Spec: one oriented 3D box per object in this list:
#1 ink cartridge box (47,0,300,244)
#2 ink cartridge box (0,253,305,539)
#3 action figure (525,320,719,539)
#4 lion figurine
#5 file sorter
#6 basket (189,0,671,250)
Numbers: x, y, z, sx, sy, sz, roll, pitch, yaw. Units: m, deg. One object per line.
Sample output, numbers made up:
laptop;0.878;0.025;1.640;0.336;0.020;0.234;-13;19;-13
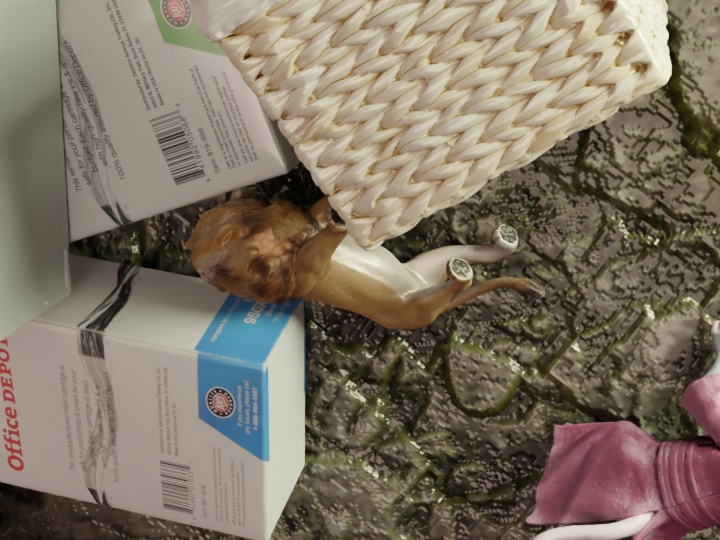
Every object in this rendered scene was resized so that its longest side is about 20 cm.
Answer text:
ink cartridge box;-0.144;-0.109;0.963;0.199;0.083;0.147;-15;104;20
ink cartridge box;-0.141;0.078;1.011;0.199;0.084;0.145;11;125;12
action figure;0.188;0.121;0.917;0.200;0.149;0.134;-24;94;36
lion figurine;0.000;0.000;0.951;0.199;0.073;0.122;27;138;-18
file sorter;-0.257;-0.065;0.893;0.124;0.139;0.201;8;111;18
basket;0.050;-0.145;0.833;0.200;0.198;0.161;-30;103;20
